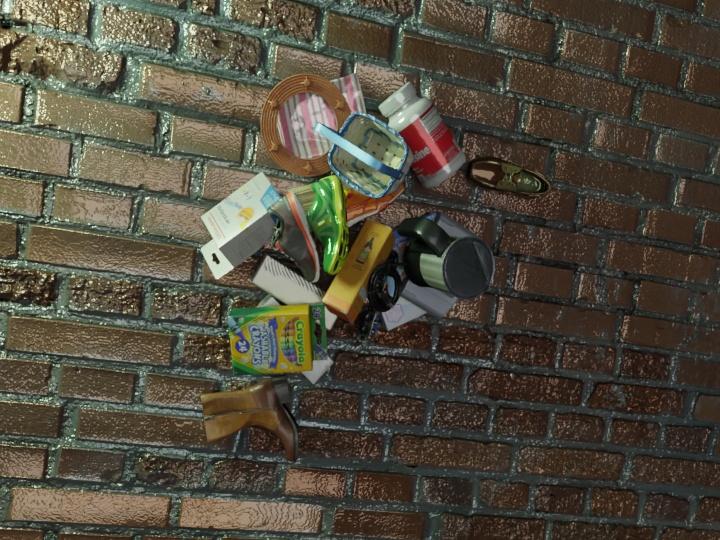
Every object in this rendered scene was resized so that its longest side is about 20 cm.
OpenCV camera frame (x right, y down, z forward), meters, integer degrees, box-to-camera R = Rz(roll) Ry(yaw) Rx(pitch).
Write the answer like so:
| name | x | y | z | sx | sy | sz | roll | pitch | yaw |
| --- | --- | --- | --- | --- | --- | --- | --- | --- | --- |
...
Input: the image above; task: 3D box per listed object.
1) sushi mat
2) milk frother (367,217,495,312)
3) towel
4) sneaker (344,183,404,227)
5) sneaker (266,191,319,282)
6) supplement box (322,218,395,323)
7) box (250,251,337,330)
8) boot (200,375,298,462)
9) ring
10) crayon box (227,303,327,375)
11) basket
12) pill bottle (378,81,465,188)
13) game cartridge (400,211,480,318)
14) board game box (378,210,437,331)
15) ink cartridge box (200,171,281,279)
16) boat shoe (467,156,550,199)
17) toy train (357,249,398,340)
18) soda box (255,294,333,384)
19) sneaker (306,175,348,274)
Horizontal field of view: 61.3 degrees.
| name | x | y | z | sx | sy | sz | roll | pitch | yaw |
| --- | --- | --- | --- | --- | --- | --- | --- | --- | --- |
| sushi mat | -0.058 | -0.149 | 1.315 | 0.194 | 0.012 | 0.099 | -16 | 101 | -10 |
| milk frother | 0.129 | 0.013 | 1.197 | 0.177 | 0.187 | 0.205 | 25 | 87 | -20 |
| towel | -0.078 | -0.318 | 1.279 | 0.194 | 0.030 | 0.151 | -18 | 102 | -10 |
| sneaker | 0.005 | -0.146 | 1.288 | 0.196 | 0.073 | 0.079 | -26 | 94 | -11 |
| sneaker | -0.136 | -0.057 | 1.201 | 0.080 | 0.077 | 0.205 | -21 | 124 | -9 |
| supplement box | 0.000 | 0.000 | 1.249 | 0.065 | 0.069 | 0.204 | 23 | 76 | 22 |
| box | -0.135 | 0.043 | 1.289 | 0.197 | 0.082 | 0.070 | 33 | 89 | -16 |
| boot | -0.236 | 0.341 | 1.312 | 0.194 | 0.068 | 0.195 | -13 | 100 | -10 |
| ring | -0.108 | -0.298 | 1.253 | 0.193 | 0.019 | 0.208 | -3 | 101 | -14 |
| crayon box | -0.166 | 0.140 | 1.241 | 0.193 | 0.052 | 0.130 | -4 | 106 | -3 |
| basket | 0.014 | -0.226 | 1.194 | 0.175 | 0.199 | 0.141 | 37 | 100 | 22 |
| pill bottle | 0.127 | -0.287 | 1.286 | 0.111 | 0.112 | 0.202 | -38 | 103 | -5 |
| game cartridge | 0.180 | -0.006 | 1.333 | 0.131 | 0.041 | 0.204 | 28 | 90 | -19 |
| board game box | 0.110 | 0.000 | 1.357 | 0.195 | 0.041 | 0.205 | -23 | 102 | -8 |
| ink cartridge box | -0.242 | -0.091 | 1.222 | 0.198 | 0.115 | 0.068 | -38 | 139 | -5 |
| boat shoe | 0.338 | -0.210 | 1.362 | 0.193 | 0.074 | 0.078 | 9 | 95 | -13 |
| toy train | 0.041 | 0.054 | 1.312 | 0.045 | 0.034 | 0.206 | 16 | 93 | -26 |
| soda box | -0.147 | 0.146 | 1.308 | 0.068 | 0.064 | 0.201 | -43 | 104 | -4 |
| sneaker | -0.067 | -0.088 | 1.224 | 0.081 | 0.074 | 0.207 | -6 | 72 | 11 |
